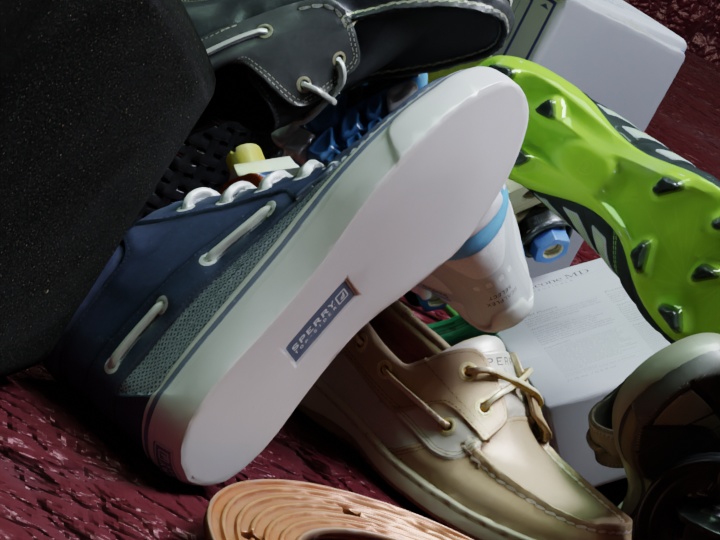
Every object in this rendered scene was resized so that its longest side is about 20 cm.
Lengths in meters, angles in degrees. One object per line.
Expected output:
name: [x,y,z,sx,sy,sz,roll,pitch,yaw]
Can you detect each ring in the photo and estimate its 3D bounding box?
ring: [0.033,0.131,0.975,0.200,0.019,0.200,25,13,-6]

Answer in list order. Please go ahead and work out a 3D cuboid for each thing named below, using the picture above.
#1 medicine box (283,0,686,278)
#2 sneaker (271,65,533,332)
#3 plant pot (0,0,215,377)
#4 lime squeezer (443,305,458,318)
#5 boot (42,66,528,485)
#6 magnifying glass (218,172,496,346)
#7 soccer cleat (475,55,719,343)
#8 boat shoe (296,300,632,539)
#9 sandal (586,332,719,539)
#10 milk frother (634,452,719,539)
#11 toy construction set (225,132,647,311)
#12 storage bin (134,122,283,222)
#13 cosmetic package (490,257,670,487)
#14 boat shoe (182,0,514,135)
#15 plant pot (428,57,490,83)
medicine box: [0.050,-0.098,1.552,0.103,0.182,0.200,17,17,-41]
sneaker: [0.021,-0.031,1.189,0.087,0.075,0.200,59,0,-30]
plant pot: [-0.171,-0.070,0.999,0.199,0.200,0.177,34,4,30]
lime squeezer: [-0.001,-0.059,1.442,0.071,0.200,0.038,-16,3,6]
boot: [-0.031,-0.016,1.058,0.090,0.200,0.073,33,-19,34]
magnifying glass: [0.000,0.000,1.255,0.200,0.080,0.022,33,42,-52]
soccer cleat: [0.126,-0.026,1.209,0.200,0.068,0.081,42,17,22]
boat shoe: [0.037,0.056,1.164,0.200,0.069,0.074,34,14,28]
sandal: [0.128,0.060,1.159,0.057,0.080,0.201,52,-10,21]
milk frother: [0.236,0.099,1.155,0.200,0.181,0.188,35,16,8]
toy construction set: [0.043,-0.035,1.331,0.131,0.200,0.092,67,13,-59]
storage bin: [-0.106,-0.094,1.424,0.135,0.094,0.200,28,13,4]
cosmetic package: [0.166,0.030,1.326,0.200,0.052,0.151,-16,24,-5]
boat shoe: [-0.031,-0.084,1.153,0.200,0.072,0.068,-8,60,-10]
plant pot: [-0.028,-0.177,1.357,0.200,0.187,0.187,7,13,1]
